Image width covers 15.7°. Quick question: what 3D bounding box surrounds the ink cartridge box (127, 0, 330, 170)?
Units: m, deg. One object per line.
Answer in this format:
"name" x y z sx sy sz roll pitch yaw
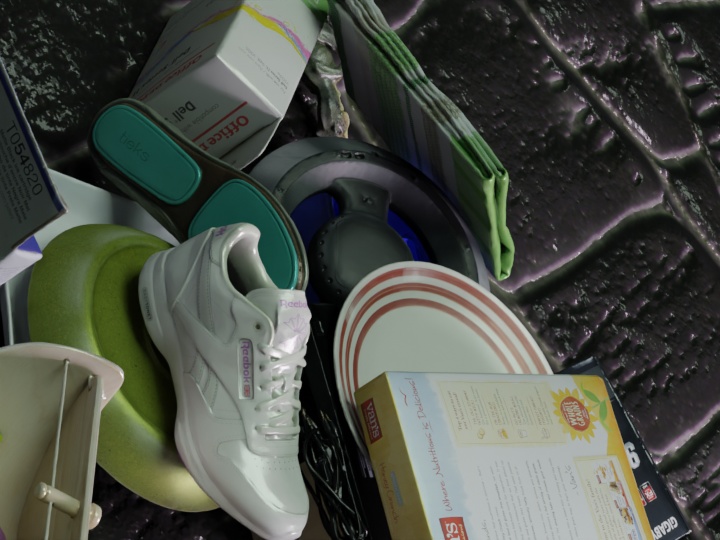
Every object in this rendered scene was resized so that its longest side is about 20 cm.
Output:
"ink cartridge box" -0.100 -0.130 1.794 0.067 0.117 0.200 44 34 -19

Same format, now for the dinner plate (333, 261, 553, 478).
"dinner plate" 0.057 0.088 1.689 0.200 0.024 0.200 23 52 -33

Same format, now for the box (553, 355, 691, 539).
"box" 0.155 0.161 1.956 0.200 0.046 0.159 -18 78 -57

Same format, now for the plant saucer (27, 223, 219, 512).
"plant saucer" -0.123 0.054 1.633 0.200 0.031 0.200 34 40 -34

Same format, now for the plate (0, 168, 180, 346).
"plate" -0.160 0.038 1.654 0.200 0.032 0.200 20 48 -44

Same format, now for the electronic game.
"electronic game" 0.000 0.000 1.752 0.200 0.042 0.200 15 57 -25

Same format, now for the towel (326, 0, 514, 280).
"towel" 0.046 -0.100 1.823 0.200 0.031 0.149 52 -11 26

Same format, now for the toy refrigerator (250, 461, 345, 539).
"toy refrigerator" 0.022 0.177 1.740 0.200 0.076 0.070 13 53 -49

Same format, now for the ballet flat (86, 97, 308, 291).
"ballet flat" -0.096 -0.040 1.682 0.200 0.067 0.064 42 0 25

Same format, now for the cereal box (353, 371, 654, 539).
"cereal box" 0.095 0.136 1.648 0.200 0.040 0.144 4 63 -41

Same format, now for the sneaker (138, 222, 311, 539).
"sneaker" -0.069 0.065 1.576 0.075 0.100 0.200 0 65 -56

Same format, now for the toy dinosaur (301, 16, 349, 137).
"toy dinosaur" -0.037 -0.184 1.994 0.088 0.047 0.200 -15 72 -49

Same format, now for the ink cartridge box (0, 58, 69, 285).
"ink cartridge box" -0.255 -0.073 1.466 0.041 0.200 0.200 -6 69 -54

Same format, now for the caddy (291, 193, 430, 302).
"caddy" 0.019 0.014 1.842 0.141 0.105 0.200 5 60 -52

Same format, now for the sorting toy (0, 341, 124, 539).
"sorting toy" -0.235 0.122 1.433 0.180 0.107 0.200 28 43 -27

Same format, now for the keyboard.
"keyboard" -0.018 0.118 1.636 0.104 0.040 0.200 10 62 -73
